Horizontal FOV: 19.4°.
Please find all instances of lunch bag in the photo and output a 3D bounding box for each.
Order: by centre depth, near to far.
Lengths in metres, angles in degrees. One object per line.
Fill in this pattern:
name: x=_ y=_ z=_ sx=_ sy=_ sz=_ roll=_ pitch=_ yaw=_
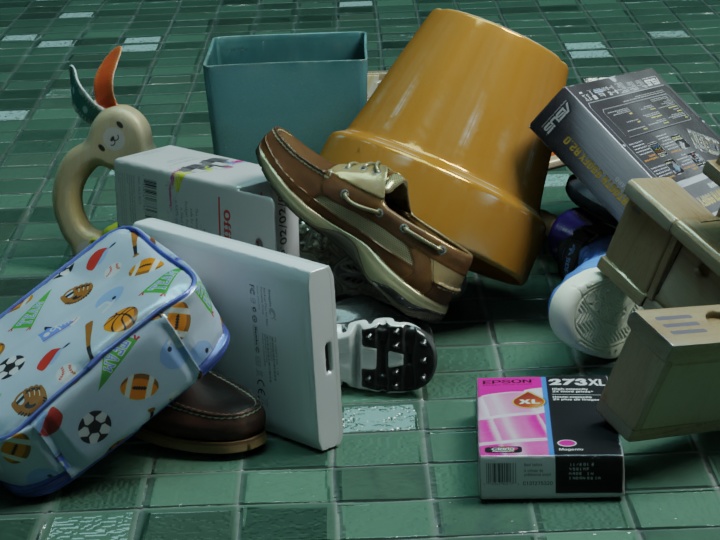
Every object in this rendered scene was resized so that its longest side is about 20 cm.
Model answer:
lunch bag: x=-0.193 y=0.057 z=1.458 sx=0.200 sy=0.076 sz=0.160 roll=-37 pitch=33 yaw=-15

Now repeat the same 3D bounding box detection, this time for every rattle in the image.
rattle: x=-0.238 y=-0.087 z=1.860 sx=0.130 sy=0.200 sz=0.143 roll=8 pitch=19 yaw=32

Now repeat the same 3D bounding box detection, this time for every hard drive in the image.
hard drive: x=-0.091 y=0.043 z=1.522 sx=0.026 sy=0.132 sz=0.200 roll=-18 pitch=22 yaw=-39

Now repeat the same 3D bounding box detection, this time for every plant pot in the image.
plant pot: x=0.080 y=-0.110 z=1.754 sx=0.200 sy=0.183 sz=0.200 roll=23 pitch=-3 yaw=1
plant pot: x=-0.061 y=-0.102 z=1.891 sx=0.141 sy=0.200 sz=0.141 roll=-2 pitch=17 yaw=0

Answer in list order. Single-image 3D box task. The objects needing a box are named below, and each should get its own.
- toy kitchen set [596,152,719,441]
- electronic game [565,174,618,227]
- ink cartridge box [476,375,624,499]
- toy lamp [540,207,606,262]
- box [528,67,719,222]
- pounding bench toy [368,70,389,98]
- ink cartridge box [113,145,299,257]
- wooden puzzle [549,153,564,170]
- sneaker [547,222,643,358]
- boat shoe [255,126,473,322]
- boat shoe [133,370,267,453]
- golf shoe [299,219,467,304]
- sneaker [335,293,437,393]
toy kitchen set: x=0.220 y=-0.012 z=1.463 sx=0.180 sy=0.163 sz=0.200 roll=-3 pitch=36 yaw=-38
electronic game: x=0.278 y=-0.047 z=1.874 sx=0.200 sy=0.042 sz=0.200 roll=16 pitch=15 yaw=-4
ink cartridge box: x=0.128 y=0.106 z=1.456 sx=0.095 sy=0.037 sz=0.200 roll=-1 pitch=14 yaw=3
toy lamp: x=0.171 y=-0.041 z=1.912 sx=0.058 sy=0.058 sz=0.200 roll=-8 pitch=16 yaw=-19
box: x=0.242 y=-0.089 z=1.727 sx=0.158 sy=0.048 sz=0.200 roll=48 pitch=28 yaw=12
pounding bench toy: x=0.050 y=-0.121 z=2.074 sx=0.200 sy=0.124 sz=0.156 roll=-1 pitch=17 yaw=3
ink cartridge box: x=-0.112 y=-0.028 z=1.717 sx=0.068 sy=0.115 sz=0.200 roll=-17 pitch=23 yaw=-41
wooden puzzle: x=0.178 y=-0.111 z=1.943 sx=0.200 sy=0.037 sz=0.185 roll=-10 pitch=4 yaw=-15
sneaker: x=0.186 y=0.013 z=1.677 sx=0.111 sy=0.077 sz=0.200 roll=20 pitch=22 yaw=39
boat shoe: x=0.008 y=-0.047 z=1.615 sx=0.200 sy=0.074 sz=0.076 roll=43 pitch=14 yaw=18
boat shoe: x=-0.150 y=0.081 z=1.515 sx=0.200 sy=0.070 sz=0.070 roll=11 pitch=18 yaw=35
golf shoe: x=0.000 y=0.000 z=1.802 sx=0.200 sy=0.078 sz=0.097 roll=18 pitch=7 yaw=38
sneaker: x=-0.034 y=0.052 z=1.612 sx=0.200 sy=0.067 sz=0.091 roll=5 pitch=15 yaw=10
